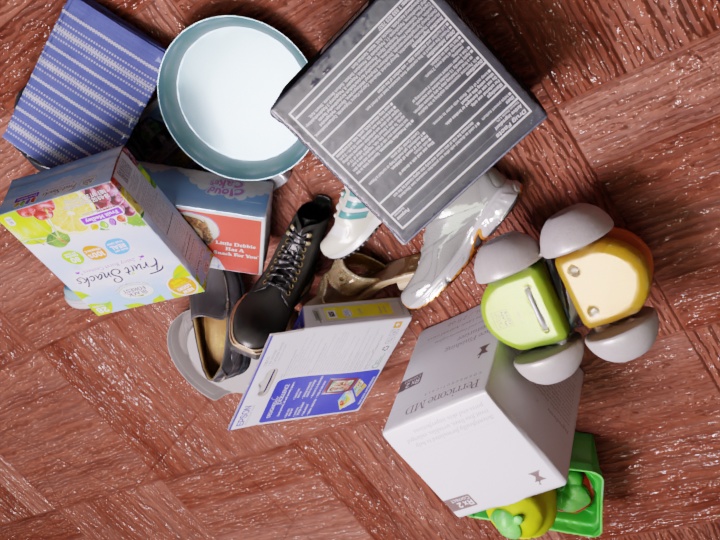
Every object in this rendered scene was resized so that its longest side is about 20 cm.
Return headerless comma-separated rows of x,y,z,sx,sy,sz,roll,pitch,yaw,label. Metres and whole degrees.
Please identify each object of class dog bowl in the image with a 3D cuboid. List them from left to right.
-0.183,0.115,1.313,0.198,0.059,0.201,11,128,14,dog bowl

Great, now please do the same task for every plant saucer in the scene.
-0.141,-0.203,1.049,0.198,0.027,0.202,5,121,8,plant saucer

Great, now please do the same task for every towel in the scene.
-0.329,-0.211,1.070,0.144,0.024,0.201,32,99,3,towel

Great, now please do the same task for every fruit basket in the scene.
0.226,0.307,1.204,0.214,0.216,0.156,4,128,19,fruit basket

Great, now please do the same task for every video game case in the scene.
-0.214,-0.141,1.151,0.199,0.023,0.182,-30,111,38,video game case

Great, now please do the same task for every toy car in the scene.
0.237,0.018,1.010,0.199,0.150,0.176,-23,97,30,toy car

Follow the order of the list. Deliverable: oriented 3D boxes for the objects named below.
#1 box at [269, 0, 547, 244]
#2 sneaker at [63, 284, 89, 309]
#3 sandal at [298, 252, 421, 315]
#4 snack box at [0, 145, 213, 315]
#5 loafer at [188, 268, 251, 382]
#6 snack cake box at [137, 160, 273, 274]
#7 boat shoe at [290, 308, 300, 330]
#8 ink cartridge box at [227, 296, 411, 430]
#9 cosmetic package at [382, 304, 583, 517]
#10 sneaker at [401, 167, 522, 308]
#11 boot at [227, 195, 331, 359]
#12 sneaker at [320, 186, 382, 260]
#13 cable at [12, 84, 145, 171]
0.048,-0.174,0.916,0.200,0.123,0.198,-41,105,17,box
-0.367,-0.026,1.266,0.199,0.080,0.131,-18,120,21,sneaker
0.001,-0.003,1.141,0.210,0.078,0.070,-17,114,22,sandal
-0.301,-0.040,1.069,0.167,0.068,0.200,-13,138,22,snack box
-0.197,0.052,1.197,0.072,0.072,0.202,-11,97,20,loafer
-0.214,-0.067,1.129,0.198,0.068,0.115,9,139,-3,snack cake box
-0.046,0.105,1.233,0.071,0.076,0.200,-25,134,25,boat shoe
-0.058,0.119,1.128,0.199,0.047,0.198,-1,138,-30,ink cartridge box
0.160,0.166,1.117,0.164,0.200,0.165,-30,110,35,cosmetic package
0.100,-0.046,1.052,0.092,0.076,0.200,39,107,6,sneaker
-0.099,0.002,1.099,0.077,0.200,0.139,23,127,0,boot
0.003,-0.098,1.067,0.093,0.070,0.200,43,125,-10,sneaker
-0.364,-0.169,1.154,0.198,0.051,0.164,5,129,18,cable
